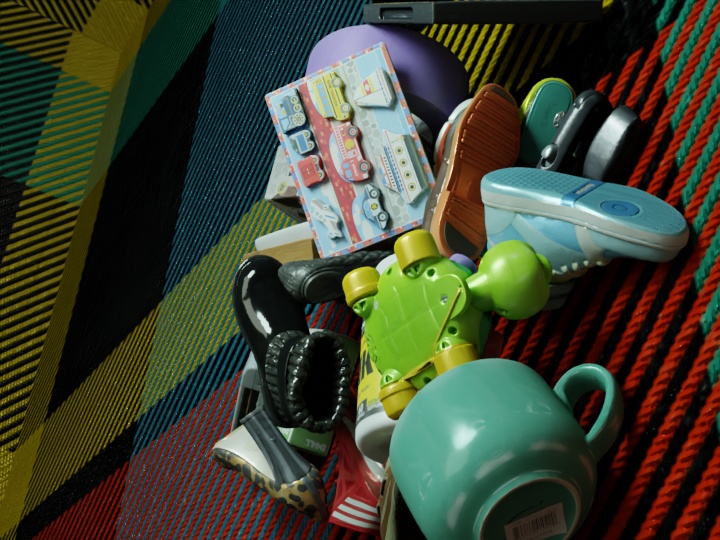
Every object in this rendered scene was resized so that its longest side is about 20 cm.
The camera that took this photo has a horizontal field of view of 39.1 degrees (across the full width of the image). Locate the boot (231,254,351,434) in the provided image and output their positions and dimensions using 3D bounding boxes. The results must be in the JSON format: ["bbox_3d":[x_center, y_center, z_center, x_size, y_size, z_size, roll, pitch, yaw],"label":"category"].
[{"bbox_3d":[-0.075,0.073,1.098,0.158,0.079,0.212,146,107,-72],"label":"boot"}]

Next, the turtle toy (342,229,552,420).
[{"bbox_3d":[0.080,0.039,0.897,0.200,0.101,0.147,-35,66,40],"label":"turtle toy"}]

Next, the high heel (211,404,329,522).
[{"bbox_3d":[-0.104,0.242,1.170,0.071,0.143,0.200,-33,-7,-26],"label":"high heel"}]

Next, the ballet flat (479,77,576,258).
[{"bbox_3d":[0.163,-0.103,1.045,0.201,0.067,0.067,-64,4,1],"label":"ballet flat"}]

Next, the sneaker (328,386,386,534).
[{"bbox_3d":[-0.016,0.210,1.111,0.116,0.078,0.200,-60,25,13],"label":"sneaker"}]

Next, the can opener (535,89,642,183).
[{"bbox_3d":[0.185,-0.079,0.966,0.201,0.063,0.079,-58,28,19],"label":"can opener"}]

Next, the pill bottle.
[{"bbox_3d":[0.056,0.088,1.027,0.114,0.114,0.201,-39,37,45],"label":"pill bottle"}]

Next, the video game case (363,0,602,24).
[{"bbox_3d":[0.128,-0.279,1.097,0.181,0.199,0.026,-148,55,-64],"label":"video game case"}]

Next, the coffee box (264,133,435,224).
[{"bbox_3d":[0.000,-0.103,1.217,0.199,0.113,0.080,-4,64,38],"label":"coffee box"}]

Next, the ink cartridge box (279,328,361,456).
[{"bbox_3d":[-0.074,0.175,1.270,0.104,0.059,0.201,-3,67,62],"label":"ink cartridge box"}]

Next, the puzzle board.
[{"bbox_3d":[-0.009,-0.128,1.104,0.150,0.017,0.201,-21,85,18],"label":"puzzle board"}]

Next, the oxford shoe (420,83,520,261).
[{"bbox_3d":[0.099,-0.094,0.995,0.073,0.071,0.201,-22,41,60],"label":"oxford shoe"}]

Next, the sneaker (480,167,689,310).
[{"bbox_3d":[0.194,-0.011,0.899,0.199,0.079,0.131,22,122,42],"label":"sneaker"}]

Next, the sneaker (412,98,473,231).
[{"bbox_3d":[0.123,-0.087,1.107,0.082,0.077,0.201,15,89,48],"label":"sneaker"}]

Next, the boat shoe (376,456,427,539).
[{"bbox_3d":[0.049,0.193,0.928,0.074,0.075,0.201,-117,30,-45],"label":"boat shoe"}]

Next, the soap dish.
[{"bbox_3d":[-0.036,-0.006,1.247,0.200,0.156,0.082,-10,78,60],"label":"soap dish"}]

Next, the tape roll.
[{"bbox_3d":[0.028,-0.197,1.210,0.200,0.199,0.085,-28,46,53],"label":"tape roll"}]

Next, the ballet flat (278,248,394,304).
[{"bbox_3d":[0.000,0.000,1.117,0.057,0.199,0.067,38,119,41],"label":"ballet flat"}]

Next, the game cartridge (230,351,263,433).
[{"bbox_3d":[-0.133,0.151,1.332,0.134,0.041,0.201,-79,4,-50],"label":"game cartridge"}]

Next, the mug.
[{"bbox_3d":[0.119,0.152,0.807,0.186,0.151,0.115,-60,29,17],"label":"mug"}]
